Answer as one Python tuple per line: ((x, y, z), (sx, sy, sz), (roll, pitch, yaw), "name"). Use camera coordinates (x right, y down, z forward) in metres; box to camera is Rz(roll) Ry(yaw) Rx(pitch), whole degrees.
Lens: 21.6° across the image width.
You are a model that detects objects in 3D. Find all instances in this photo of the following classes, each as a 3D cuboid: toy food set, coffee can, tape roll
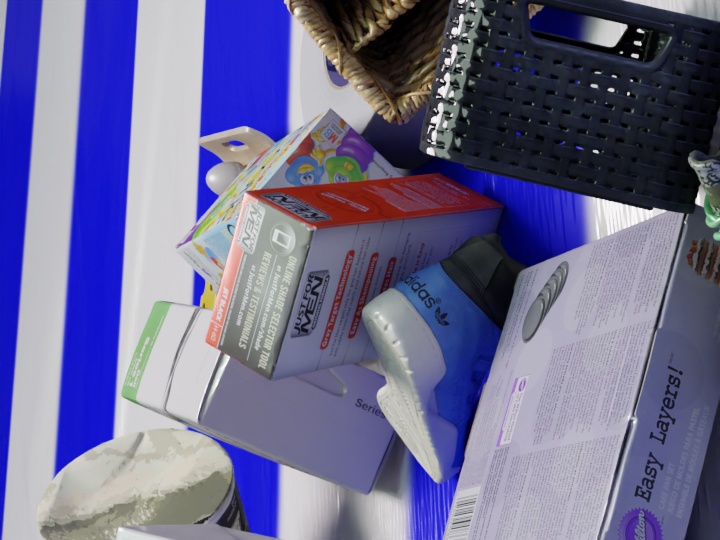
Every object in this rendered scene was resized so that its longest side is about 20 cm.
((-0.127, -0.022, 1.671), (0.143, 0.060, 0.202), (177, 101, -67), "toy food set")
((-0.141, 0.239, 1.387), (0.147, 0.145, 0.201), (-121, 15, -58), "coffee can")
((0.022, -0.176, 1.361), (0.200, 0.066, 0.202), (-171, 90, -67), "tape roll")

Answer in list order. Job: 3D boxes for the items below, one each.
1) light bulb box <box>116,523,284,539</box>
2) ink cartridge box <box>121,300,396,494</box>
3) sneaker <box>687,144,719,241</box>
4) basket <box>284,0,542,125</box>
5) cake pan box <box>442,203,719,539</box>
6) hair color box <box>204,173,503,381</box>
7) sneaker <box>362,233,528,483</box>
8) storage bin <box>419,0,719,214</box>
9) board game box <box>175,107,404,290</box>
((-0.060, 0.277, 1.196), (0.197, 0.125, 0.202), (7, 88, 30), "light bulb box")
((-0.073, 0.089, 1.370), (0.085, 0.145, 0.200), (-68, 20, -7), "ink cartridge box")
((0.183, -0.029, 0.878), (0.077, 0.088, 0.201), (-164, 83, -67), "sneaker")
((0.037, -0.222, 1.157), (0.200, 0.143, 0.149), (-38, 38, 16), "basket")
((0.118, 0.078, 0.989), (0.184, 0.052, 0.201), (-32, 38, 64), "cake pan box")
((0.000, 0.000, 1.173), (0.061, 0.199, 0.102), (28, 111, 31), "hair color box")
((0.068, 0.052, 1.169), (0.077, 0.111, 0.200), (48, 165, 32), "sneaker")
((0.105, -0.096, 0.964), (0.200, 0.134, 0.094), (-74, -3, -82), "storage bin")
((-0.044, -0.028, 1.343), (0.103, 0.105, 0.200), (-50, 10, -15), "board game box")
